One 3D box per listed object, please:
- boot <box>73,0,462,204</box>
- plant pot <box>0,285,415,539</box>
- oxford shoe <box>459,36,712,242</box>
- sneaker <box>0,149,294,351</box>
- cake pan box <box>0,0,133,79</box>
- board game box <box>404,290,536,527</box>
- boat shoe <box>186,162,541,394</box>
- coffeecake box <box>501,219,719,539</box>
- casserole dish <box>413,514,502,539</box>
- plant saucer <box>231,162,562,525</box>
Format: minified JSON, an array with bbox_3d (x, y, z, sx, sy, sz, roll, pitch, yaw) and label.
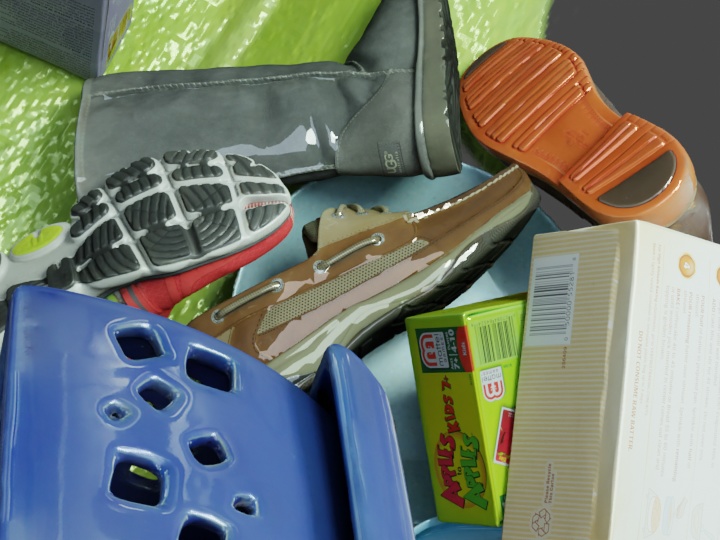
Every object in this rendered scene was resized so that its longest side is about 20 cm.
[{"bbox_3d":[-0.048,-0.099,0.873,0.200,0.073,0.182,-9,36,11],"label":"boot"},{"bbox_3d":[-0.078,0.147,0.707,0.180,0.200,0.200,5,44,-16],"label":"plant pot"},{"bbox_3d":[0.116,-0.061,0.863,0.071,0.073,0.200,-40,40,3],"label":"oxford shoe"},{"bbox_3d":[-0.119,0.008,0.807,0.200,0.085,0.077,-25,48,9],"label":"sneaker"},{"bbox_3d":[-0.209,-0.186,0.810,0.200,0.184,0.052,23,67,-2],"label":"cake pan box"},{"bbox_3d":[0.121,0.055,0.817,0.200,0.048,0.102,-11,93,-36],"label":"board game box"},{"bbox_3d":[0.000,0.000,0.810,0.200,0.076,0.074,-34,79,-18],"label":"boat shoe"},{"bbox_3d":[0.172,0.074,0.777,0.200,0.073,0.154,14,77,-34],"label":"coffeecake box"},{"bbox_3d":[0.093,0.182,0.817,0.200,0.039,0.121,4,87,-15],"label":"casserole dish"},{"bbox_3d":[0.028,0.038,0.862,0.201,0.039,0.201,3,73,-9],"label":"plant saucer"}]
